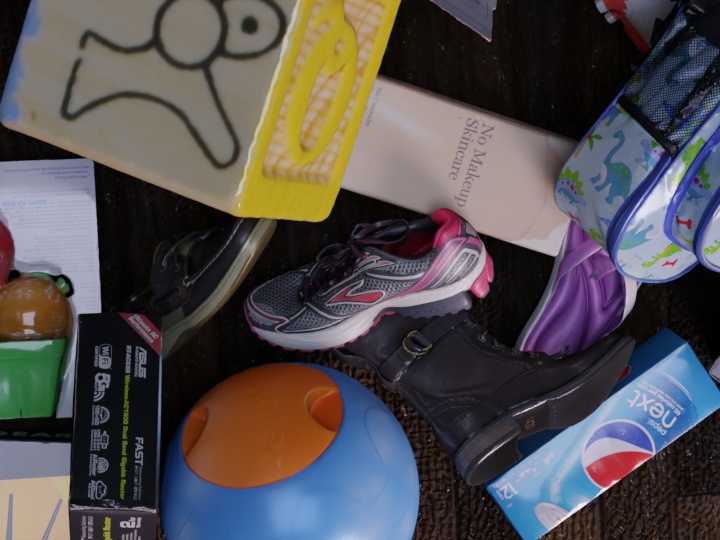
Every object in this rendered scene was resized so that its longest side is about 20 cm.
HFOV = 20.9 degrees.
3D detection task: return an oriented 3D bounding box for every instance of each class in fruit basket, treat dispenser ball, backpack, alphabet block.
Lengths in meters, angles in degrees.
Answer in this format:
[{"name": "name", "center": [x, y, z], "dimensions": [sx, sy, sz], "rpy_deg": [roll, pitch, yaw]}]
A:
[{"name": "fruit basket", "center": [-0.293, 0.018, 1.510], "dimensions": [0.183, 0.094, 0.202], "rpy_deg": [-4, 84, -7]}, {"name": "treat dispenser ball", "center": [-0.055, 0.171, 1.493], "dimensions": [0.199, 0.201, 0.203], "rpy_deg": [-1, 99, -6]}, {"name": "backpack", "center": [0.253, -0.082, 1.453], "dimensions": [0.200, 0.183, 0.147], "rpy_deg": [-49, 59, 15]}, {"name": "alphabet block", "center": [-0.111, -0.157, 1.403], "dimensions": [0.199, 0.196, 0.197], "rpy_deg": [21, 99, 17]}]

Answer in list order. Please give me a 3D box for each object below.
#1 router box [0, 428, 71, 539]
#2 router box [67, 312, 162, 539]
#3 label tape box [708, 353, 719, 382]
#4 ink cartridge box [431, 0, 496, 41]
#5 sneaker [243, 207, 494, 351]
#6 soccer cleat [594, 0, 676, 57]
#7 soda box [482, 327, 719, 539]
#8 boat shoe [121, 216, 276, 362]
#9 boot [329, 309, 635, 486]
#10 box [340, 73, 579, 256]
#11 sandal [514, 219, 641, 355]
[{"name": "router box", "center": [-0.288, 0.202, 1.545], "dimensions": [0.198, 0.051, 0.151], "rpy_deg": [2, 97, -8]}, {"name": "router box", "center": [-0.176, 0.143, 1.405], "dimensions": [0.062, 0.200, 0.151], "rpy_deg": [2, 60, -6]}, {"name": "label tape box", "center": [0.356, 0.012, 1.540], "dimensions": [0.063, 0.144, 0.201], "rpy_deg": [31, 95, 13]}, {"name": "ink cartridge box", "center": [0.025, -0.231, 1.438], "dimensions": [0.160, 0.200, 0.050], "rpy_deg": [32, 117, -11]}, {"name": "sneaker", "center": [0.000, 0.000, 1.509], "dimensions": [0.198, 0.081, 0.075], "rpy_deg": [-18, 136, 14]}, {"name": "soccer cleat", "center": [0.231, -0.210, 1.502], "dimensions": [0.085, 0.069, 0.200], "rpy_deg": [-32, 129, 12]}, {"name": "soda box", "center": [0.193, 0.134, 1.583], "dimensions": [0.199, 0.068, 0.064], "rpy_deg": [-36, 101, 0]}, {"name": "boat shoe", "center": [-0.130, 0.005, 1.476], "dimensions": [0.066, 0.201, 0.072], "rpy_deg": [39, 52, -4]}, {"name": "boot", "center": [0.097, 0.058, 1.531], "dimensions": [0.199, 0.069, 0.174], "rpy_deg": [-30, 62, -21]}, {"name": "box", "center": [0.071, -0.087, 1.527], "dimensions": [0.198, 0.078, 0.096], "rpy_deg": [16, 97, -9]}, {"name": "sandal", "center": [0.190, 0.012, 1.572], "dimensions": [0.082, 0.050, 0.204], "rpy_deg": [21, 96, -10]}]
